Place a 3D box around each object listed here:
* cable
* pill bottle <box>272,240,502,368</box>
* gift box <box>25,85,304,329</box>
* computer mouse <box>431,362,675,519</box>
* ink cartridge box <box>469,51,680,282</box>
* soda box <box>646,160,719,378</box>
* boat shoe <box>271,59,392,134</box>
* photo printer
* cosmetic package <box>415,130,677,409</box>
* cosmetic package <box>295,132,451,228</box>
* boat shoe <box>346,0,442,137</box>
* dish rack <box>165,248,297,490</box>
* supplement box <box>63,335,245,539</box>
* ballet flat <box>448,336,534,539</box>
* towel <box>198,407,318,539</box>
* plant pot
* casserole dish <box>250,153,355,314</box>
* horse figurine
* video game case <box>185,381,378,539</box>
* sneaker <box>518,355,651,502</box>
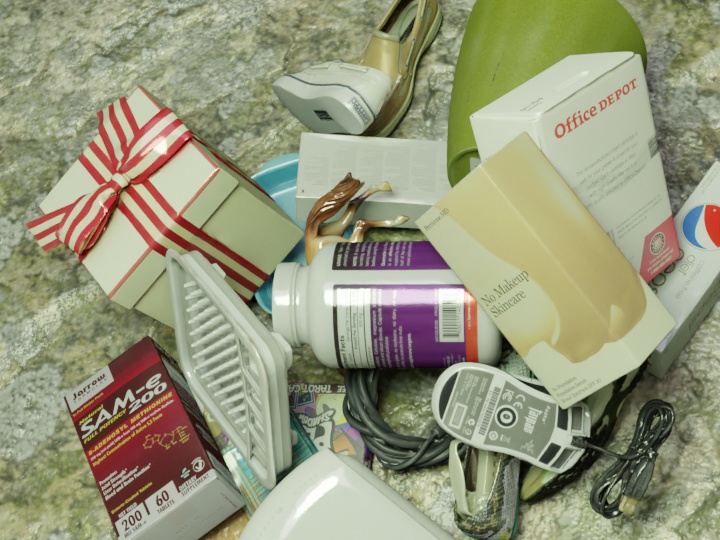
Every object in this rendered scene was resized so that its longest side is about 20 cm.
[{"bbox_3d":[0.071,0.098,1.206,0.162,0.051,0.201,22,75,-5],"label":"cable"},{"bbox_3d":[0.026,0.030,1.128,0.198,0.113,0.113,0,63,7],"label":"pill bottle"},{"bbox_3d":[-0.205,-0.057,1.272,0.200,0.187,0.185,38,91,36],"label":"gift box"},{"bbox_3d":[0.159,0.131,1.090,0.199,0.044,0.110,22,99,8],"label":"computer mouse"},{"bbox_3d":[0.192,-0.073,1.112,0.146,0.201,0.082,-33,27,-32],"label":"ink cartridge box"},{"bbox_3d":[0.311,-0.001,1.204,0.068,0.064,0.200,32,76,26],"label":"soda box"},{"bbox_3d":[-0.030,-0.191,1.346,0.066,0.072,0.200,-46,22,-12],"label":"boat shoe"},{"bbox_3d":[-0.009,0.265,1.102,0.200,0.069,0.167,39,86,6],"label":"photo printer"},{"bbox_3d":[0.148,0.001,1.029,0.200,0.105,0.071,50,50,3],"label":"cosmetic package"},{"bbox_3d":[0.035,-0.089,1.301,0.198,0.051,0.083,4,57,0],"label":"cosmetic package"},{"bbox_3d":[0.028,-0.235,1.390,0.071,0.076,0.201,14,69,18],"label":"boat shoe"},{"bbox_3d":[-0.113,0.082,1.156,0.043,0.173,0.200,-22,42,-24],"label":"dish rack"},{"bbox_3d":[-0.197,0.167,1.196,0.109,0.061,0.200,-36,46,0],"label":"supplement box"},{"bbox_3d":[0.114,0.142,1.141,0.071,0.072,0.202,4,81,16],"label":"ballet flat"},{"bbox_3d":[-0.110,0.236,1.175,0.199,0.022,0.147,-36,62,-4],"label":"towel"},{"bbox_3d":[0.158,-0.152,1.225,0.186,0.188,0.201,14,53,20],"label":"plant pot"},{"bbox_3d":[-0.060,-0.031,1.330,0.120,0.039,0.201,-18,60,5],"label":"casserole dish"},{"bbox_3d":[0.000,0.000,1.239,0.132,0.201,0.050,-29,23,-5],"label":"horse figurine"},{"bbox_3d":[-0.088,0.197,1.221,0.198,0.036,0.183,0,65,14],"label":"video game case"},{"bbox_3d":[0.187,0.115,1.151,0.088,0.077,0.201,32,97,30],"label":"sneaker"}]
